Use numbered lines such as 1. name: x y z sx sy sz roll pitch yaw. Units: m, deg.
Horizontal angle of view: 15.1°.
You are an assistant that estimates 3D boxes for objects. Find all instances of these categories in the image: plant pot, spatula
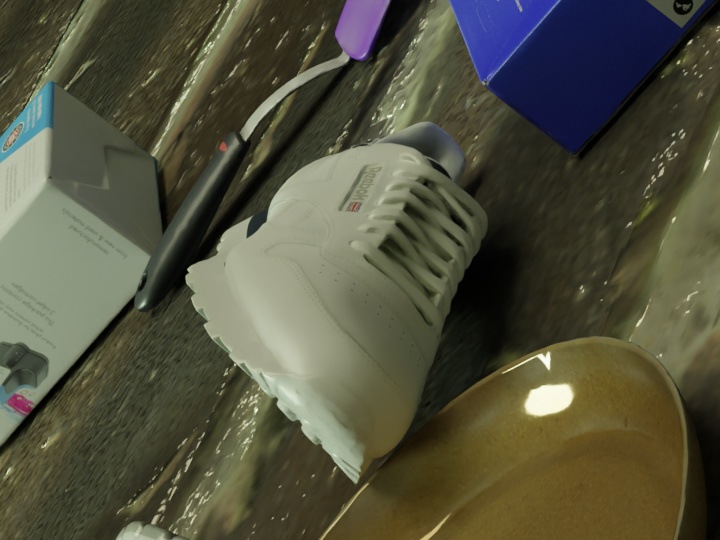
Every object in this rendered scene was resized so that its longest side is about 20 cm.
1. plant pot: 0.023 0.107 0.698 0.200 0.027 0.200 -44 22 24
2. spatula: -0.035 -0.065 1.119 0.200 0.021 0.057 -52 21 6

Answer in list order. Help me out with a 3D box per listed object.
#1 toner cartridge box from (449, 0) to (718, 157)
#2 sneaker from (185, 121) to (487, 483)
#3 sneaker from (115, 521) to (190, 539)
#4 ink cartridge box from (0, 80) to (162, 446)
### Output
1. toner cartridge box: 0.073 -0.122 0.938 0.095 0.043 0.200 -47 21 15
2. sneaker: 0.000 0.000 0.843 0.080 0.076 0.200 -36 16 8
3. sneaker: -0.031 0.117 0.663 0.087 0.074 0.200 -62 20 -8
4. ink cartridge box: -0.176 0.025 1.218 0.200 0.068 0.115 -47 21 16
